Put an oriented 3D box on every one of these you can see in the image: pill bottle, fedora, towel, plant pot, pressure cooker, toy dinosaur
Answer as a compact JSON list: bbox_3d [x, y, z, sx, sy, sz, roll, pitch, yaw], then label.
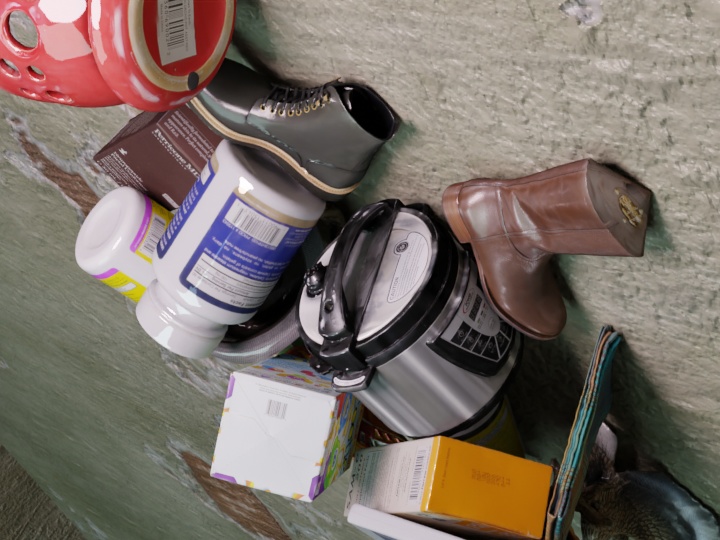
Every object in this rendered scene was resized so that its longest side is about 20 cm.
[{"bbox_3d":[0.117,0.183,1.536,0.112,0.113,0.201,21,149,35],"label":"pill bottle"},{"bbox_3d":[-0.104,0.004,1.478,0.177,0.200,0.090,58,-159,15],"label":"fedora"},{"bbox_3d":[0.203,0.170,1.300,0.022,0.201,0.147,13,148,14],"label":"towel"},{"bbox_3d":[-0.217,-0.236,1.222,0.182,0.201,0.201,14,146,29],"label":"plant pot"},{"bbox_3d":[0.036,0.043,1.313,0.200,0.178,0.176,46,-174,-34],"label":"pressure cooker"},{"bbox_3d":[0.000,0.000,1.475,0.088,0.047,0.201,43,160,36],"label":"toy dinosaur"},{"bbox_3d":[-0.209,-0.001,1.560,0.200,0.105,0.104,36,161,-34],"label":"pill bottle"},{"bbox_3d":[-0.133,-0.018,1.372,0.119,0.200,0.120,30,-159,-13],"label":"pill bottle"}]

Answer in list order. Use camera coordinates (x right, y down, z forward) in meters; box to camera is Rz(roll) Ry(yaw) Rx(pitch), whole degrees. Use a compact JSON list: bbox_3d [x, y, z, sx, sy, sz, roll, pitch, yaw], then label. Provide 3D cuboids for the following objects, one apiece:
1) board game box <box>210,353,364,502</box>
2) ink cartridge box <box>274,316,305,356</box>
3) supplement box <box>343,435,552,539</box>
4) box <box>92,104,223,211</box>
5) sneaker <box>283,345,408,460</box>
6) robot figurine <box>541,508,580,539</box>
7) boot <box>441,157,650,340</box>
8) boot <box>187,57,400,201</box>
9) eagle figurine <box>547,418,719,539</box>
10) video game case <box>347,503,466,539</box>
[{"bbox_3d":[-0.064,0.151,1.397,0.104,0.104,0.200,13,-176,10],"label":"board game box"},{"bbox_3d":[-0.027,0.096,1.602,0.059,0.104,0.200,-1,133,54],"label":"ink cartridge box"},{"bbox_3d":[0.081,0.217,1.373,0.125,0.074,0.200,17,164,-19],"label":"supplement box"},{"bbox_3d":[-0.201,-0.125,1.520,0.100,0.075,0.200,47,153,-16],"label":"box"},{"bbox_3d":[-0.017,0.163,1.539,0.200,0.073,0.077,48,176,-7],"label":"sneaker"},{"bbox_3d":[0.166,0.293,1.450,0.145,0.058,0.200,55,155,-15],"label":"robot figurine"},{"bbox_3d":[0.181,-0.013,1.194,0.199,0.064,0.187,-6,131,51],"label":"boot"},{"bbox_3d":[-0.063,-0.159,1.285,0.199,0.078,0.138,30,152,-10],"label":"boot"},{"bbox_3d":[0.268,0.256,1.468,0.199,0.151,0.152,21,-147,-34],"label":"eagle figurine"},{"bbox_3d":[0.108,0.284,1.341,0.199,0.023,0.182,12,160,35],"label":"video game case"}]
